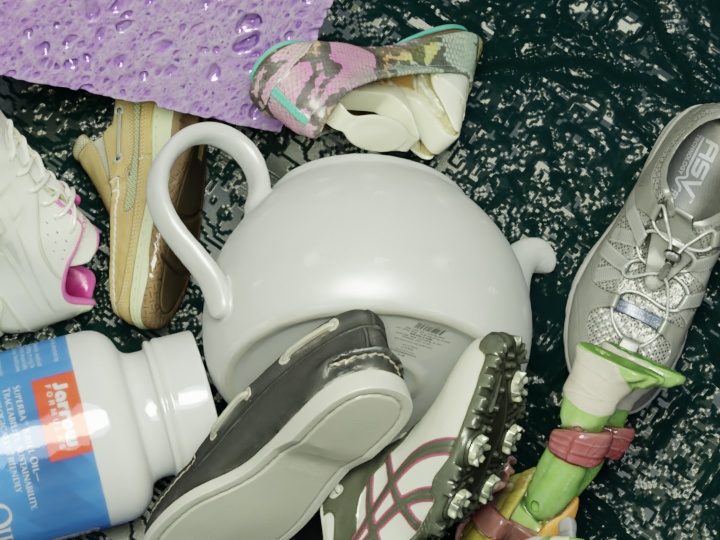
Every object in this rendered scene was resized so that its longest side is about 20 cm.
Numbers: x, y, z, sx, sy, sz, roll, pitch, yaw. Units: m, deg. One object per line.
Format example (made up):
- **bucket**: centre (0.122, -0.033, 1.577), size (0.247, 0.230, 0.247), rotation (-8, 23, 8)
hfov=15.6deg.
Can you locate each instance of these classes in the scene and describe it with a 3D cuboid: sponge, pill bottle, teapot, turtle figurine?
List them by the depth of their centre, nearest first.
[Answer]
- **sponge**: centre (-0.120, -0.145, 1.460), size (0.199, 0.112, 0.030), rotation (10, 34, -23)
- **turtle figurine**: centre (0.137, 0.148, 1.462), size (0.144, 0.200, 0.195), rotation (17, 99, -40)
- **pill bottle**: centre (-0.181, 0.097, 1.476), size (0.199, 0.112, 0.113), rotation (-16, 80, -7)
- **teapot**: centre (0.000, 0.000, 1.482), size (0.196, 0.200, 0.147), rotation (-8, 58, 11)

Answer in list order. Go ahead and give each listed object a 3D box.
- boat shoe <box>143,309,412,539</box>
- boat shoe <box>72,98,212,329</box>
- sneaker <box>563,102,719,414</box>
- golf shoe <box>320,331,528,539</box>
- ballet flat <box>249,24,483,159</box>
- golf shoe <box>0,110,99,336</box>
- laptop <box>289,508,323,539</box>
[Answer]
- **boat shoe**: centre (-0.050, 0.094, 1.410), size (0.074, 0.200, 0.061), rotation (17, 44, -34)
- **boat shoe**: centre (-0.131, -0.062, 1.543), size (0.076, 0.072, 0.201), rotation (4, 68, 9)
- **sneaker**: centre (0.173, -0.014, 1.538), size (0.074, 0.082, 0.201), rotation (20, 77, 1)
- **golf shoe**: centre (0.024, 0.116, 1.412), size (0.088, 0.077, 0.201), rotation (28, 102, 21)
- **ballet flat**: centre (0.017, -0.097, 1.506), size (0.071, 0.200, 0.069), rotation (53, 122, 19)
- **golf shoe**: centre (-0.194, -0.044, 1.473), size (0.091, 0.201, 0.076), rotation (-4, 46, -2)
- **laptop**: centre (-0.071, 0.217, 1.458), size (0.200, 0.103, 0.178), rotation (-35, 82, 19)
